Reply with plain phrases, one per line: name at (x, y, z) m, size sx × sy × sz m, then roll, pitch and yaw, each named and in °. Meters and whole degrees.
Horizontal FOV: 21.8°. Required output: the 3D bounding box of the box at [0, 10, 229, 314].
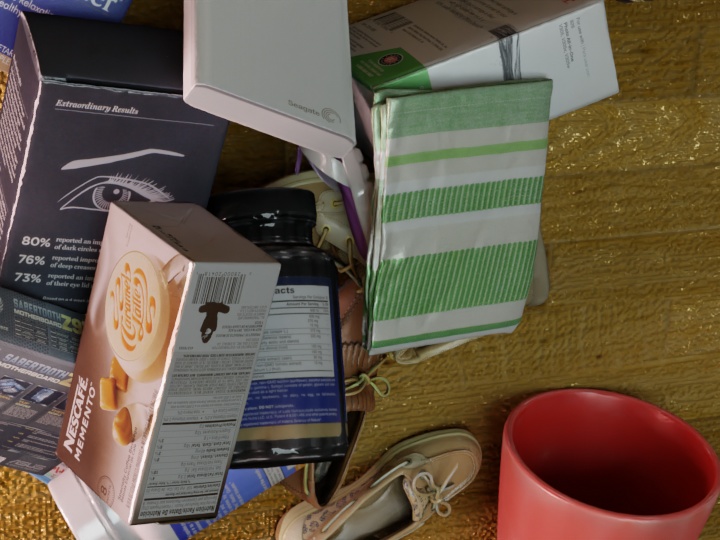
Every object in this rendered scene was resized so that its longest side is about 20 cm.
box at (-0.192, -0.075, 1.385) m, size 0.147 × 0.105 × 0.201 m, roll 5°, pitch 122°, yaw -23°

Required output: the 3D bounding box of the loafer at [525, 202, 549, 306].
loafer at (0.111, -0.050, 1.554) m, size 0.067 × 0.076 × 0.202 m, roll -23°, pitch 117°, yaw -18°

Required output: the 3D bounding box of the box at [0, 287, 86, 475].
box at (-0.270, 0.082, 1.404) m, size 0.157 × 0.051 × 0.199 m, roll -34°, pitch 143°, yaw 33°

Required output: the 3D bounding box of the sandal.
sandal at (-0.026, -0.083, 1.436) m, size 0.049 × 0.083 × 0.204 m, roll -21°, pitch 73°, yaw -6°

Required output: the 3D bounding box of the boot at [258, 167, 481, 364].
boot at (0.000, 0.000, 1.486) m, size 0.198 × 0.157 × 0.073 m, roll -7°, pitch 153°, yaw -22°

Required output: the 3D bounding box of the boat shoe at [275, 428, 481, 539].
boat shoe at (0.025, 0.207, 1.629) m, size 0.199 × 0.063 × 0.074 m, roll -30°, pitch 118°, yaw -9°

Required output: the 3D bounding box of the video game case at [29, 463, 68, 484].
video game case at (-0.162, 0.118, 1.547) m, size 0.143 × 0.018 × 0.201 m, roll 36°, pitch 95°, yaw -29°

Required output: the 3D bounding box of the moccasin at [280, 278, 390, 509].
moccasin at (-0.016, 0.101, 1.556) m, size 0.073 × 0.078 × 0.203 m, roll 12°, pitch 106°, yaw -42°

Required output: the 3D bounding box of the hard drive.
hard drive at (-0.068, -0.185, 1.371) m, size 0.131 × 0.202 × 0.027 m, roll 18°, pitch 139°, yaw -27°

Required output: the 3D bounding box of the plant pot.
plant pot at (0.205, 0.230, 1.648) m, size 0.198 × 0.201 × 0.179 m, roll -1°, pitch 120°, yaw -21°

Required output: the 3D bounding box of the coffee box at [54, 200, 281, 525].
coffee box at (-0.140, 0.065, 1.333) m, size 0.079 × 0.114 × 0.202 m, roll 0°, pitch 113°, yaw -39°

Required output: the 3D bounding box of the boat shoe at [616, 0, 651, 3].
boat shoe at (0.164, -0.276, 1.490) m, size 0.199 × 0.070 × 0.071 m, roll 24°, pitch 101°, yaw -26°

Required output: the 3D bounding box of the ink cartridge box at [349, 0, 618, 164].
ink cartridge box at (0.081, -0.159, 1.458) m, size 0.198 × 0.146 × 0.085 m, roll -21°, pitch 116°, yaw -12°

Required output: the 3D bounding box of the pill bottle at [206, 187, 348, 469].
pill bottle at (-0.069, 0.044, 1.400) m, size 0.111 × 0.112 × 0.202 m, roll -1°, pitch 82°, yaw -21°

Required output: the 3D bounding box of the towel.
towel at (0.070, -0.041, 1.401) m, size 0.151 × 0.023 × 0.202 m, roll -7°, pitch 112°, yaw -27°

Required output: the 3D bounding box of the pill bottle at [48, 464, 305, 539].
pill bottle at (-0.144, 0.152, 1.493) m, size 0.199 × 0.112 × 0.113 m, roll -31°, pitch 118°, yaw -8°

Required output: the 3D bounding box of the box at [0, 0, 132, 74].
box at (-0.217, -0.236, 1.377) m, size 0.120 × 0.032 × 0.201 m, roll 24°, pitch 99°, yaw -28°
